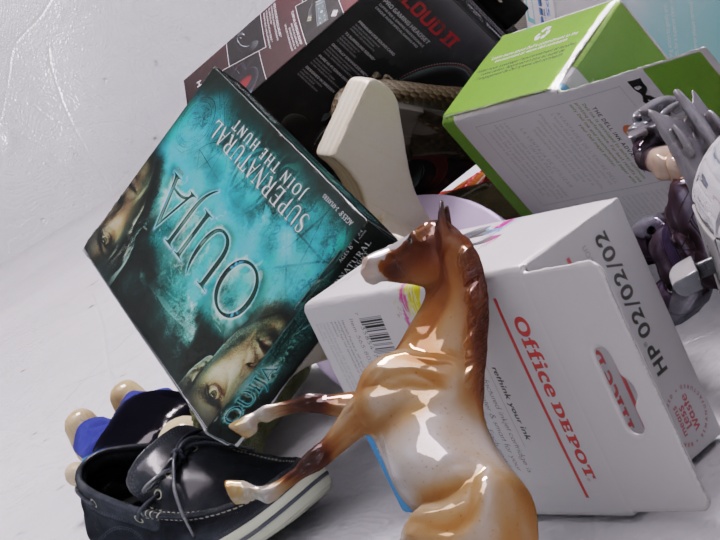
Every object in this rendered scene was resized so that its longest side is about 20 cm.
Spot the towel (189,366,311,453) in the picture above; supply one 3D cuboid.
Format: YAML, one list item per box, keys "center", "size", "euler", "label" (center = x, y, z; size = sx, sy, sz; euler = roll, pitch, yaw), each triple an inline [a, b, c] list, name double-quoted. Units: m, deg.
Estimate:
- center: [-0.069, 0.029, 1.042]
  size: [0.036, 0.149, 0.200]
  euler: [-5, 19, 16]
  label: "towel"

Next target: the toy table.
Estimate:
- center: [0.000, 0.000, 0.921]
  size: [0.199, 0.117, 0.185]
  euler: [-3, 64, 49]
  label: "toy table"

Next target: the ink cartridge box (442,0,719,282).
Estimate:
- center: [0.162, -0.067, 0.867]
  size: [0.200, 0.148, 0.076]
  euler: [-10, 39, 55]
  label: "ink cartridge box"

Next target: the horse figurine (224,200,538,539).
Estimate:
- center: [0.017, 0.087, 0.637]
  size: [0.132, 0.050, 0.201]
  euler: [-30, 53, 13]
  label: "horse figurine"

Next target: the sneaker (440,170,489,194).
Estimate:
- center: [0.056, -0.020, 1.180]
  size: [0.199, 0.073, 0.077]
  euler: [-24, -5, -13]
  label: "sneaker"

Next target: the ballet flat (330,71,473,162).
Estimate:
- center: [0.078, -0.086, 0.990]
  size: [0.199, 0.068, 0.047]
  euler: [5, 44, -14]
  label: "ballet flat"

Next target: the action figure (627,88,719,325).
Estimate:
- center: [0.141, -0.007, 0.731]
  size: [0.069, 0.131, 0.200]
  euler: [-12, -14, -25]
  label: "action figure"

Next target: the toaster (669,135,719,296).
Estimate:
- center: [0.214, -0.013, 0.589]
  size: [0.199, 0.130, 0.114]
  euler: [-26, 13, 11]
  label: "toaster"

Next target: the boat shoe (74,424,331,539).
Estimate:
- center: [-0.094, 0.120, 0.902]
  size: [0.075, 0.062, 0.200]
  euler: [-35, 15, -38]
  label: "boat shoe"

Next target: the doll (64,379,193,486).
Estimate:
- center: [-0.138, 0.104, 1.102]
  size: [0.136, 0.049, 0.200]
  euler: [-33, 12, -18]
  label: "doll"

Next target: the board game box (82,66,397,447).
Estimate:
- center: [-0.072, -0.013, 0.889]
  size: [0.135, 0.028, 0.200]
  euler: [-53, 39, 7]
  label: "board game box"

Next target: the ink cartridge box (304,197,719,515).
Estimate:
- center: [0.075, 0.040, 0.716]
  size: [0.068, 0.116, 0.200]
  euler: [-34, 14, -33]
  label: "ink cartridge box"

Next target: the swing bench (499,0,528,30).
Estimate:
- center: [0.125, -0.147, 1.197]
  size: [0.198, 0.131, 0.200]
  euler: [0, 5, -19]
  label: "swing bench"

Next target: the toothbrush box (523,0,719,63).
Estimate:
- center: [0.211, -0.162, 1.059]
  size: [0.199, 0.147, 0.085]
  euler: [-13, 16, -6]
  label: "toothbrush box"

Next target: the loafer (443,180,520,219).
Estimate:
- center: [0.093, -0.027, 1.064]
  size: [0.199, 0.076, 0.067]
  euler: [-30, 6, -10]
  label: "loafer"

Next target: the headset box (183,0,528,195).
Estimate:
- center: [0.012, -0.119, 1.032]
  size: [0.200, 0.149, 0.075]
  euler: [-37, 37, 19]
  label: "headset box"
